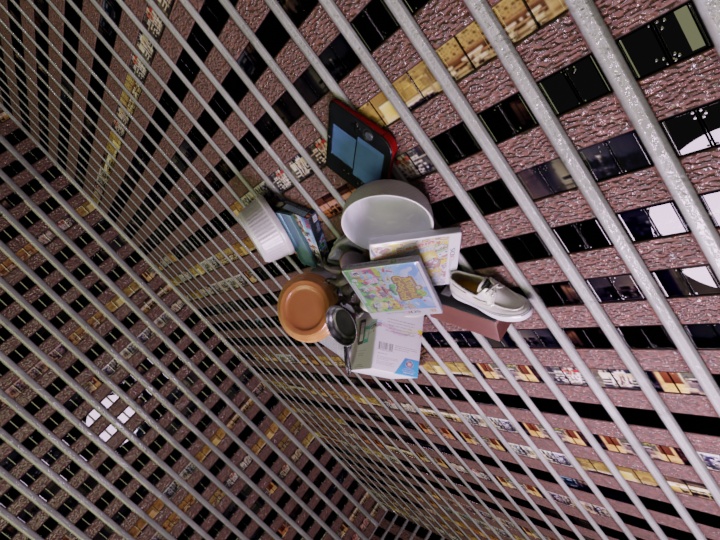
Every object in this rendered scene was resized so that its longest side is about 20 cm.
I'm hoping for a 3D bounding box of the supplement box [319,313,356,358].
[{"bbox_3d":[-0.087,0.164,1.527,0.199,0.101,0.104,31,151,18],"label":"supplement box"}]

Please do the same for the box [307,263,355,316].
[{"bbox_3d":[-0.058,0.073,1.568,0.199,0.097,0.177,4,134,50],"label":"box"}]

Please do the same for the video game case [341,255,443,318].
[{"bbox_3d":[0.076,0.044,1.165,0.180,0.022,0.201,-7,140,23],"label":"video game case"}]

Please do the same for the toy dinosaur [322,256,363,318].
[{"bbox_3d":[-0.036,0.043,1.398,0.102,0.077,0.201,-32,73,27],"label":"toy dinosaur"}]

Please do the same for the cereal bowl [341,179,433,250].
[{"bbox_3d":[0.059,-0.127,1.107,0.198,0.084,0.201,3,147,2],"label":"cereal bowl"}]

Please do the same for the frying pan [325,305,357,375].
[{"bbox_3d":[-0.032,0.179,1.363,0.115,0.031,0.191,-28,87,47],"label":"frying pan"}]

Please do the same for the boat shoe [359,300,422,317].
[{"bbox_3d":[0.099,0.076,1.311,0.072,0.199,0.061,-122,43,-51],"label":"boat shoe"}]

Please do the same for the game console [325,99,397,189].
[{"bbox_3d":[-0.005,-0.253,1.110,0.176,0.031,0.201,35,151,13],"label":"game console"}]

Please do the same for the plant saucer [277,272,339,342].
[{"bbox_3d":[-0.154,0.107,1.460,0.199,0.201,0.037,33,-171,16],"label":"plant saucer"}]

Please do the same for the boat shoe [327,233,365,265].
[{"bbox_3d":[-0.035,-0.070,1.369,0.074,0.065,0.202,15,159,-16],"label":"boat shoe"}]

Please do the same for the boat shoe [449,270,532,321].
[{"bbox_3d":[0.282,0.048,1.124,0.199,0.071,0.070,25,153,39],"label":"boat shoe"}]

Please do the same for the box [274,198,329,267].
[{"bbox_3d":[-0.168,-0.109,1.516,0.136,0.038,0.201,23,147,32],"label":"box"}]

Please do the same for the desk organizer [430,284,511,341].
[{"bbox_3d":[0.254,0.091,1.217,0.199,0.072,0.077,18,147,39],"label":"desk organizer"}]

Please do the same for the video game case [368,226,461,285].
[{"bbox_3d":[0.122,-0.019,1.146,0.198,0.023,0.183,-7,142,0],"label":"video game case"}]

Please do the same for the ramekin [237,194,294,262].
[{"bbox_3d":[-0.286,-0.116,1.528,0.203,0.094,0.203,55,170,15],"label":"ramekin"}]

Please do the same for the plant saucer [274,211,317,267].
[{"bbox_3d":[-0.185,-0.092,1.501,0.070,0.019,0.201,16,142,41],"label":"plant saucer"}]

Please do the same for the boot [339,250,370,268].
[{"bbox_3d":[0.000,0.000,1.366,0.075,0.074,0.200,26,176,45],"label":"boot"}]

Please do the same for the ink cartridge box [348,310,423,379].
[{"bbox_3d":[0.072,0.185,1.403,0.146,0.202,0.146,16,161,-23],"label":"ink cartridge box"}]

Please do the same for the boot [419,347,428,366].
[{"bbox_3d":[0.113,0.241,1.616,0.200,0.075,0.107,39,157,4],"label":"boot"}]
